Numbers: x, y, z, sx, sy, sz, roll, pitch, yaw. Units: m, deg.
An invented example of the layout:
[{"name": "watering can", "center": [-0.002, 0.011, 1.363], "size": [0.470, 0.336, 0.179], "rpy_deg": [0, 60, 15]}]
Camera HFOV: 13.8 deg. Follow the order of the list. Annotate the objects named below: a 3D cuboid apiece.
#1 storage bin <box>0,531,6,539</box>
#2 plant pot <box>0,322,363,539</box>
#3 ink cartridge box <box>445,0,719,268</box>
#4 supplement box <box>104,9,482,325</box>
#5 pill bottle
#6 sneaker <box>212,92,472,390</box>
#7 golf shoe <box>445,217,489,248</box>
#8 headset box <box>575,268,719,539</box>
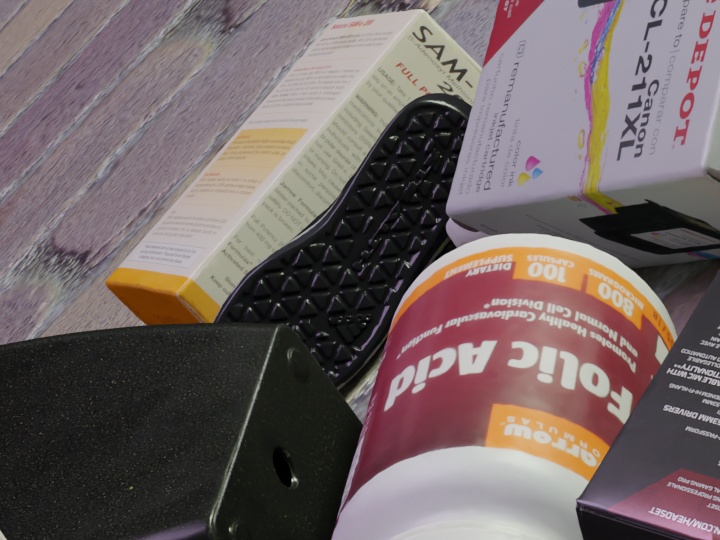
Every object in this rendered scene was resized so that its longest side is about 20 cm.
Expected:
[{"name": "storage bin", "center": [-0.056, 0.191, 0.913], "size": [0.094, 0.200, 0.199], "rpy_deg": [-49, 18, -4]}, {"name": "plant pot", "center": [-0.076, 0.133, 1.124], "size": [0.177, 0.200, 0.200], "rpy_deg": [-23, 26, 24]}, {"name": "ink cartridge box", "center": [0.132, -0.085, 1.207], "size": [0.200, 0.083, 0.146], "rpy_deg": [-9, 64, 62]}, {"name": "supplement box", "center": [-0.029, -0.040, 1.561], "size": [0.200, 0.074, 0.126], "rpy_deg": [-50, 18, -12]}, {"name": "pill bottle", "center": [0.050, 0.084, 1.045], "size": [0.114, 0.114, 0.200], "rpy_deg": [-36, 20, 28]}, {"name": "sneaker", "center": [0.000, 0.000, 1.459], "size": [0.200, 0.072, 0.083], "rpy_deg": [-47, -6, -9]}, {"name": "golf shoe", "center": [0.089, -0.083, 1.390], "size": [0.094, 0.078, 0.200], "rpy_deg": [-32, 20, 40]}, {"name": "headset box", "center": [0.165, 0.047, 0.826], "size": [0.149, 0.077, 0.200], "rpy_deg": [15, 57, 30]}]
